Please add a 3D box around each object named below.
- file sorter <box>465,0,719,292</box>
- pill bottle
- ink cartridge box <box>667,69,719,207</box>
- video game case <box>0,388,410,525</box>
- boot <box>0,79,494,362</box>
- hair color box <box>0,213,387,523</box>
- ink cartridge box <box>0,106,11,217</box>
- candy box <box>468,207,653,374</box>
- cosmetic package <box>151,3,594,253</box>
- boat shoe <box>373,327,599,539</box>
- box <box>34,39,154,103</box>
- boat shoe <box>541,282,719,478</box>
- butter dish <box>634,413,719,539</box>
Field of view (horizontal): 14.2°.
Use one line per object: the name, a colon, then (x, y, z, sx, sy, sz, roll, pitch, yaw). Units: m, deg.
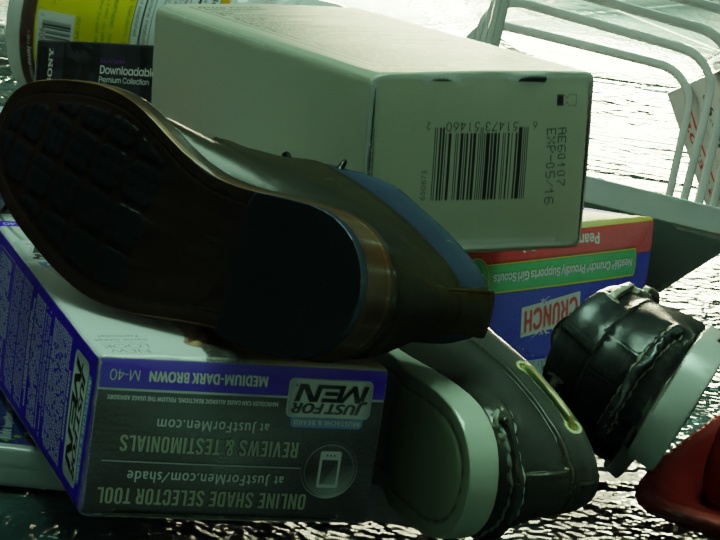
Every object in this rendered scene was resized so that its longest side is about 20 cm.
file sorter: (0.113, -0.075, 1.426, 0.138, 0.125, 0.200, 14, -9, -3)
pill bottle: (-0.109, -0.142, 1.770, 0.199, 0.110, 0.109, 12, 14, 18)
ink cartridge box: (0.230, -0.059, 1.511, 0.066, 0.116, 0.200, -19, -1, -20)
video game case: (-0.054, 0.064, 1.147, 0.199, 0.018, 0.143, 7, 14, -6)
boot: (-0.045, -0.013, 1.048, 0.200, 0.075, 0.097, 29, 12, 38)
hair color box: (-0.073, 0.033, 1.092, 0.109, 0.065, 0.200, 3, 16, -20)
ink cartridge box: (-0.211, -0.009, 1.146, 0.199, 0.120, 0.042, -4, 48, -44)
candy box: (0.000, 0.000, 1.270, 0.199, 0.078, 0.169, 13, 10, 35)
cosmetic package: (0.000, -0.061, 1.182, 0.103, 0.074, 0.200, -2, 12, -27)
boat shoe: (0.021, 0.043, 1.096, 0.060, 0.072, 0.201, 0, 24, -25)
box: (-0.057, -0.096, 1.552, 0.199, 0.036, 0.143, 9, 2, 39)
boat shoe: (0.100, 0.040, 1.134, 0.060, 0.074, 0.200, 34, 3, 4)
butter dish: (0.230, 0.040, 1.130, 0.199, 0.149, 0.199, 12, 14, 20)
